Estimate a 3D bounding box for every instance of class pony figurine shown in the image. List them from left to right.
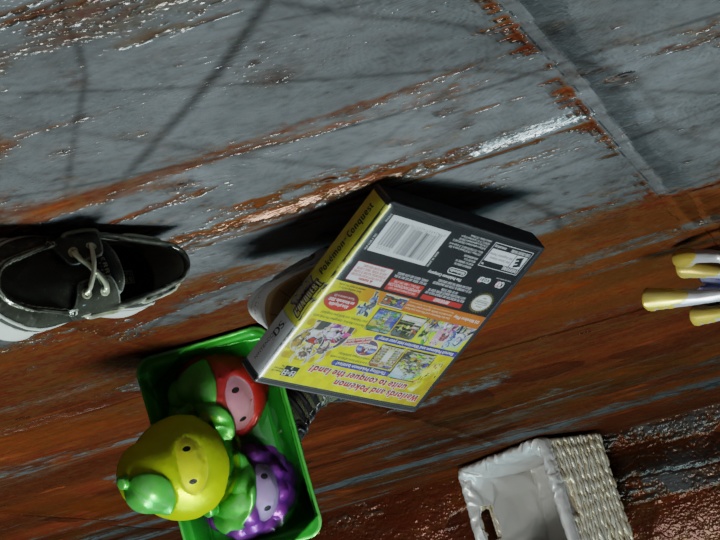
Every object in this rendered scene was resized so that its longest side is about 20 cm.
[{"bbox_3d":[0.400,0.018,2.082,0.199,0.168,0.192,-3,168,36],"label":"pony figurine"}]

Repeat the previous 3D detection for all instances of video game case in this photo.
[{"bbox_3d":[0.028,0.026,1.676,0.199,0.026,0.181,14,119,-49],"label":"video game case"}]

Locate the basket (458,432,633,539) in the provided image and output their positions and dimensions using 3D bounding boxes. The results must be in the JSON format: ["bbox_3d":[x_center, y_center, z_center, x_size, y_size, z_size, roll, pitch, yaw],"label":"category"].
[{"bbox_3d":[0.290,0.367,3.349,0.160,0.200,0.199,-8,167,-42],"label":"basket"}]

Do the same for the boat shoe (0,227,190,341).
[{"bbox_3d":[-0.197,0.001,1.497,0.063,0.071,0.199,-21,174,33],"label":"boat shoe"}]

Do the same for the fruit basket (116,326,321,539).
[{"bbox_3d":[-0.132,0.166,1.968,0.154,0.218,0.216,-16,168,11],"label":"fruit basket"}]

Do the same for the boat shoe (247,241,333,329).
[{"bbox_3d":[0.000,0.000,1.721,0.198,0.072,0.069,-16,-163,-26],"label":"boat shoe"}]

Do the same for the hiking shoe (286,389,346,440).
[{"bbox_3d":[-0.078,0.143,2.161,0.199,0.102,0.075,-1,163,-45],"label":"hiking shoe"}]
